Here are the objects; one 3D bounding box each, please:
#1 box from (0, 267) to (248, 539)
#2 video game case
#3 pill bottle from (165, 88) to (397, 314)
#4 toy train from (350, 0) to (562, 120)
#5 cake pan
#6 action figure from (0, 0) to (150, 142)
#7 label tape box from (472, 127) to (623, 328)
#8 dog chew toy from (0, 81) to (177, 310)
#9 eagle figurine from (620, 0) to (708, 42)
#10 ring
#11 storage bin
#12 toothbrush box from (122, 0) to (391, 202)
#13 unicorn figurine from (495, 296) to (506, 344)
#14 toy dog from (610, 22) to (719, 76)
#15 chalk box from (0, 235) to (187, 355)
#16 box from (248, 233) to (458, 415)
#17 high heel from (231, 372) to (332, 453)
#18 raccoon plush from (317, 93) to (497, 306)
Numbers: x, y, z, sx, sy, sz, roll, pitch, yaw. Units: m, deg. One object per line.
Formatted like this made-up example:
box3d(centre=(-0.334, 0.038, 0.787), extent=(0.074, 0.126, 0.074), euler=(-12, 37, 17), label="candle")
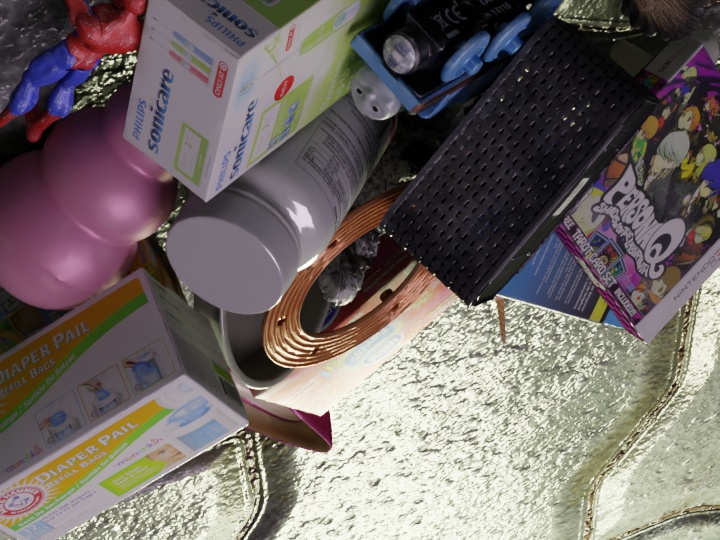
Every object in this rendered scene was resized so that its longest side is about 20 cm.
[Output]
box3d(centre=(-0.204, 0.106, 1.615), extent=(0.200, 0.102, 0.112), euler=(-32, 148, 10), label="box")
box3d(centre=(0.244, -0.063, 1.746), extent=(0.181, 0.036, 0.200), euler=(-46, 133, -7), label="video game case")
box3d(centre=(-0.059, -0.069, 1.599), extent=(0.200, 0.113, 0.114), euler=(-59, 171, -40), label="pill bottle")
box3d(centre=(0.067, -0.167, 1.557), extent=(0.200, 0.087, 0.114), euler=(-34, 168, -48), label="toy train")
box3d(centre=(-0.074, -0.005, 1.741), extent=(0.200, 0.037, 0.201), euler=(-39, 136, -52), label="cake pan")
box3d(centre=(-0.205, -0.171, 1.498), extent=(0.065, 0.099, 0.200), euler=(-2, 163, -39), label="action figure")
box3d(centre=(0.174, -0.040, 1.788), extent=(0.200, 0.066, 0.144), euler=(15, 101, -51), label="label tape box")
box3d(centre=(-0.193, -0.063, 1.594), extent=(0.200, 0.125, 0.124), euler=(-44, 145, 21), label="dog chew toy")
box3d(centre=(0.211, -0.261, 1.610), extent=(0.151, 0.152, 0.200), euler=(-17, 148, -55), label="eagle figurine")
box3d(centre=(0.000, 0.000, 1.715), extent=(0.200, 0.019, 0.201), euler=(-32, 154, -18), label="ring")
box3d(centre=(0.119, -0.079, 1.594), extent=(0.200, 0.094, 0.135), euler=(-49, 172, 10), label="storage bin")
box3d(centre=(-0.063, -0.165, 1.503), extent=(0.200, 0.086, 0.146), euler=(-39, 159, -37), label="toothbrush box")
box3d(centre=(0.141, -0.042, 1.933), extent=(0.137, 0.074, 0.200), euler=(-25, 135, 15), label="unicorn figurine")
box3d(centre=(0.263, -0.146, 1.841), extent=(0.132, 0.097, 0.200), euler=(26, 139, -20), label="toy dog")
box3d(centre=(-0.241, 0.051, 1.719), extent=(0.200, 0.124, 0.125), euler=(-28, 148, 1), label="chalk box")
box3d(centre=(-0.014, 0.027, 1.880), extent=(0.200, 0.096, 0.100), euler=(-41, 147, 21), label="box")
box3d(centre=(-0.113, 0.122, 1.943), extent=(0.200, 0.096, 0.067), euler=(10, 133, -45), label="high heel")
box3d(centre=(0.043, -0.071, 1.779), extent=(0.134, 0.097, 0.200), euler=(-5, 137, -40), label="raccoon plush")
